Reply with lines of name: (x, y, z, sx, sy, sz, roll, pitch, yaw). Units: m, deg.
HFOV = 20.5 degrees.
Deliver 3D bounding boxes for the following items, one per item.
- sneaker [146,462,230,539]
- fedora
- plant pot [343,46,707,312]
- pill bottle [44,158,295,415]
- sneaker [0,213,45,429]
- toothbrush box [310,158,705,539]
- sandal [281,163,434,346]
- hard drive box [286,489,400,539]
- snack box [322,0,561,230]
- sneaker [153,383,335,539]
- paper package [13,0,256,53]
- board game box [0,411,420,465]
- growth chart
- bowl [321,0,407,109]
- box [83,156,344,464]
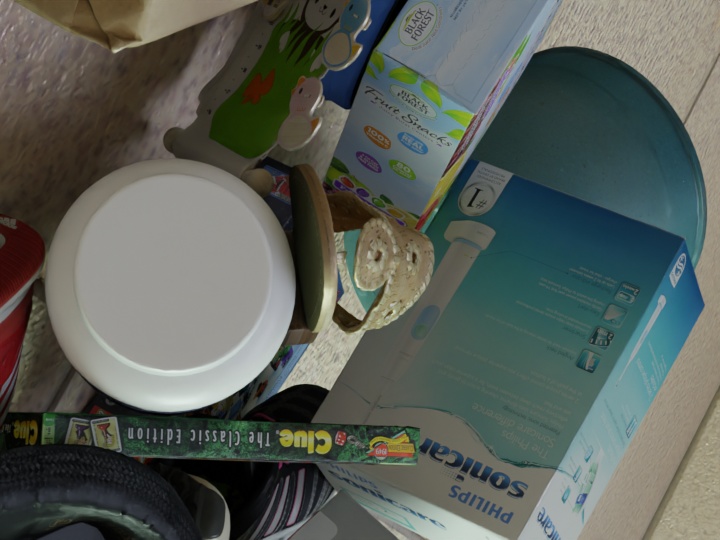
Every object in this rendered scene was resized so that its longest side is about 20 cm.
sneaker: (-0.108, 0.164, 1.011, 0.200, 0.093, 0.071, -37, -143, 40)
fedora: (-0.166, 0.160, 0.880, 0.200, 0.091, 0.202, -6, 101, -33)
plant pot: (0.096, -0.030, 1.328, 0.188, 0.200, 0.201, -24, 138, -42)
pill bottle: (-0.086, 0.009, 0.903, 0.111, 0.111, 0.200, -62, -177, -7)
sneaker: (-0.199, 0.071, 0.838, 0.200, 0.078, 0.116, -44, 151, -43)
toothbrush box: (0.083, 0.057, 1.126, 0.201, 0.146, 0.085, -59, 150, -18)
sandal: (-0.001, -0.006, 0.953, 0.212, 0.069, 0.078, 131, -47, -77)
hard drive box: (-0.048, 0.234, 1.055, 0.156, 0.077, 0.200, -40, 161, -34)
snack box: (0.057, -0.122, 1.085, 0.169, 0.067, 0.200, -57, 178, -23)
sneaker: (-0.064, 0.112, 1.121, 0.200, 0.074, 0.088, -37, 154, -44)
paper package: (-0.059, -0.210, 0.814, 0.200, 0.103, 0.192, -32, 143, -55)
board game box: (-0.082, 0.082, 0.966, 0.199, 0.105, 0.024, 5, 86, -30)
growth chart: (-0.029, -0.127, 0.966, 0.018, 0.145, 0.201, 32, 80, -28)
bowl: (0.028, -0.177, 1.088, 0.201, 0.039, 0.201, -58, 176, -6)
box: (-0.083, 0.050, 1.166, 0.200, 0.038, 0.137, -56, 159, -22)
